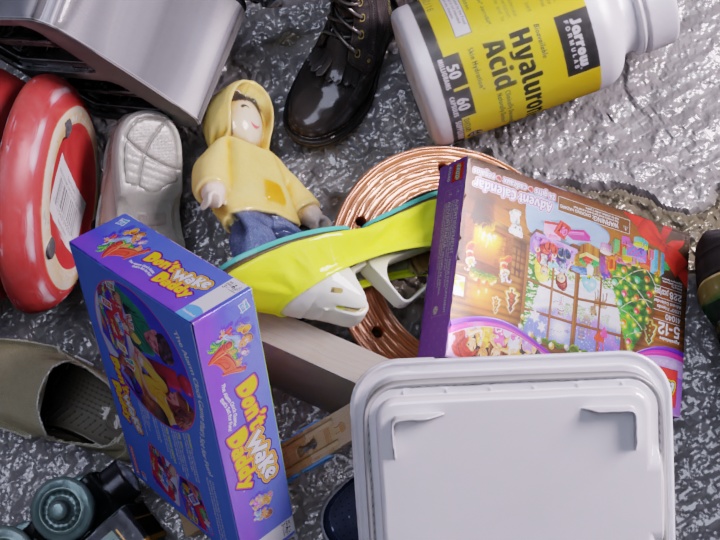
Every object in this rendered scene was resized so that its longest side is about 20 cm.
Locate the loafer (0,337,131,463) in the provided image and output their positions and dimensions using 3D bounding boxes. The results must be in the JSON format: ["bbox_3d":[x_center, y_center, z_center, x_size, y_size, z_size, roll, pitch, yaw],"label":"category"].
[{"bbox_3d":[-0.234,0.091,0.875,0.199,0.068,0.076,13,75,13],"label":"loafer"}]

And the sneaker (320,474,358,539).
[{"bbox_3d":[0.061,0.141,0.791,0.199,0.109,0.071,-19,73,2],"label":"sneaker"}]

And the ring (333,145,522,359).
[{"bbox_3d":[0.071,0.003,0.848,0.199,0.019,0.202,6,69,-15],"label":"ring"}]

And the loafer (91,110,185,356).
[{"bbox_3d":[-0.175,-0.022,0.902,0.071,0.063,0.202,4,93,-31],"label":"loafer"}]

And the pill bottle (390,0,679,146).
[{"bbox_3d":[0.132,-0.178,0.879,0.199,0.111,0.112,-20,71,2],"label":"pill bottle"}]

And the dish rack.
[{"bbox_3d":[0.094,0.139,0.710,0.198,0.044,0.173,-3,98,4],"label":"dish rack"}]

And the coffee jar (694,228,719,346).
[{"bbox_3d":[0.294,0.062,0.792,0.103,0.085,0.201,-10,71,6],"label":"coffee jar"}]

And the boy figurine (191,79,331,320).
[{"bbox_3d":[-0.073,-0.058,0.880,0.064,0.124,0.201,-41,50,32],"label":"boy figurine"}]

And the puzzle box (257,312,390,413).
[{"bbox_3d":[-0.058,0.058,0.823,0.199,0.133,0.026,23,73,14],"label":"puzzle box"}]

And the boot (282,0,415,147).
[{"bbox_3d":[-0.013,-0.208,0.878,0.069,0.174,0.201,26,78,16],"label":"boot"}]

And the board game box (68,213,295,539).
[{"bbox_3d":[-0.112,0.078,0.750,0.045,0.201,0.134,-31,41,-32],"label":"board game box"}]

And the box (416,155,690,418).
[{"bbox_3d":[0.138,0.017,0.798,0.199,0.039,0.138,15,73,-26],"label":"box"}]

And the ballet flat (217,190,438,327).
[{"bbox_3d":[0.000,0.000,0.768,0.199,0.067,0.067,-19,73,-35],"label":"ballet flat"}]

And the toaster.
[{"bbox_3d":[-0.199,-0.200,0.878,0.199,0.181,0.119,11,78,37],"label":"toaster"}]

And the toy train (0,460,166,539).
[{"bbox_3d":[-0.223,0.229,0.827,0.200,0.085,0.114,-41,81,-5],"label":"toy train"}]

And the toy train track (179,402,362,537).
[{"bbox_3d":[-0.055,0.139,0.811,0.200,0.032,0.115,-35,64,35],"label":"toy train track"}]

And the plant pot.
[{"bbox_3d":[-0.300,-0.067,0.871,0.181,0.201,0.202,4,73,2],"label":"plant pot"}]
